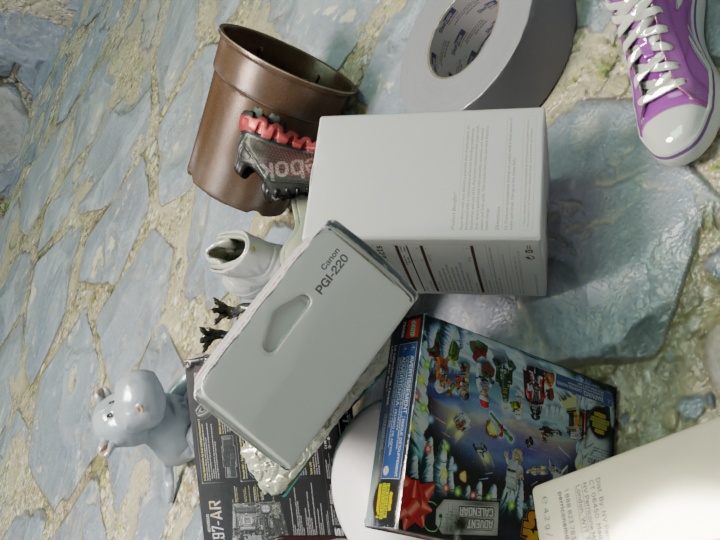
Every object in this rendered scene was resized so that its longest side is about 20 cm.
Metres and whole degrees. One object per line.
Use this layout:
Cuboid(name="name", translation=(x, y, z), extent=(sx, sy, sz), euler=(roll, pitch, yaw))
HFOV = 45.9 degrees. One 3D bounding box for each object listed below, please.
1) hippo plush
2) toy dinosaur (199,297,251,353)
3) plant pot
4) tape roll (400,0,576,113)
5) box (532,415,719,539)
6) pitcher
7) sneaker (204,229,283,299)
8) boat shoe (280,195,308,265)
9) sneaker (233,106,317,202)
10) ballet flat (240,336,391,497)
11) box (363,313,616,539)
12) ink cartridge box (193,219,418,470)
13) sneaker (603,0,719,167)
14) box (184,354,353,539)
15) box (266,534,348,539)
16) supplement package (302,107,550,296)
Cuboid(name="hippo plush", translation=(-0.280, 0.185, 1.156), extent=(0.200, 0.159, 0.161), euler=(-45, 39, 31))
Cuboid(name="toy dinosaur", translation=(-0.116, 0.053, 0.882), extent=(0.200, 0.086, 0.049), euler=(-56, -38, -82))
Cuboid(name="plant pot", translation=(-0.133, -0.196, 1.151), extent=(0.201, 0.197, 0.201), euler=(-63, 32, 21))
Cuboid(name="tape roll", translation=(0.128, -0.236, 0.891), extent=(0.199, 0.065, 0.204), euler=(-34, 45, 43))
Cuboid(name="box", translation=(0.215, 0.157, 0.476), extent=(0.199, 0.126, 0.111), euler=(-35, 45, 41))
Cuboid(name="pitcher", translation=(0.061, 0.196, 0.699), extent=(0.201, 0.168, 0.123), euler=(-98, 8, -62))
Cuboid(name="sneaker", translation=(-0.164, -0.014, 1.146), extent=(0.199, 0.114, 0.075), euler=(-13, 62, 54))
Cuboid(name="boat shoe", translation=(-0.054, -0.026, 1.008), extent=(0.203, 0.071, 0.061), euler=(-91, -6, -53))
Cuboid(name="sneaker", translation=(-0.066, -0.117, 1.019), extent=(0.071, 0.197, 0.100), euler=(16, -84, -83))
Cuboid(name="ballet flat", translation=(-0.029, 0.106, 0.743), extent=(0.200, 0.072, 0.071), euler=(-48, 32, -10))
Cuboid(name="box", translation=(0.100, 0.126, 0.596), extent=(0.040, 0.198, 0.140), euler=(-17, 58, 53))
Cuboid(name="ink cartridge box", translation=(-0.050, 0.053, 0.629), extent=(0.146, 0.084, 0.200), euler=(-52, 4, -10))
Cuboid(name="sneaker", translation=(0.224, -0.186, 0.677), extent=(0.072, 0.113, 0.204), euler=(-25, 53, 44))
Cuboid(name="box", translation=(-0.082, 0.177, 0.822), extent=(0.157, 0.043, 0.204), euler=(-8, 88, 19))
Cuboid(name="box", translation=(-0.041, 0.337, 0.729), extent=(0.099, 0.074, 0.204), euler=(-10, 78, 31))
Cuboid(name="supplement package", translation=(0.064, -0.056, 0.745), extent=(0.196, 0.120, 0.124), euler=(1, 67, 15))
